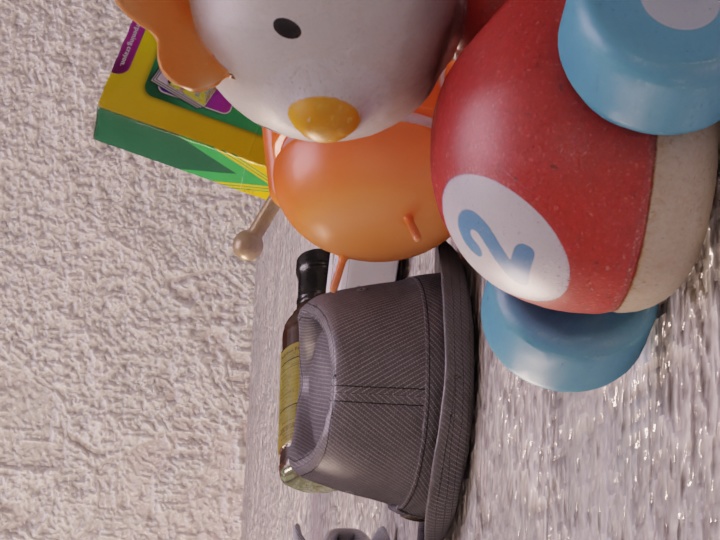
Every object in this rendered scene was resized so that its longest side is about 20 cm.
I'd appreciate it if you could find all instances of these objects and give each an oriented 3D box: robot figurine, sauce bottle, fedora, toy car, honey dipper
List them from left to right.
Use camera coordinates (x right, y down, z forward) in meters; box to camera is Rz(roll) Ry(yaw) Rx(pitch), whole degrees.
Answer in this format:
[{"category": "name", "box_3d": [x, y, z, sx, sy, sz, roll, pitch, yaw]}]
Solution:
[{"category": "honey dipper", "box_3d": [-0.034, -0.092, 1.749, 0.201, 0.038, 0.038, -59, 10, 8]}, {"category": "sauce bottle", "box_3d": [-0.032, 0.077, 1.945, 0.065, 0.064, 0.201, 102, 172, -57]}, {"category": "fedora", "box_3d": [0.007, 0.068, 1.362, 0.200, 0.090, 0.178, -131, 45, -83]}, {"category": "robot figurine", "box_3d": [0.008, -0.090, 1.331, 0.117, 0.143, 0.201, 69, -161, -62]}, {"category": "toy car", "box_3d": [0.013, -0.073, 0.812, 0.185, 0.199, 0.178, 101, 171, -56]}]

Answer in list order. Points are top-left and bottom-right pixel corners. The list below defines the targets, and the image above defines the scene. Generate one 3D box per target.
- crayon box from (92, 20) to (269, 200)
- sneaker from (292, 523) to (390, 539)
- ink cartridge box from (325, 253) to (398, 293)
[{"category": "crayon box", "box_3d": [-0.086, -0.163, 1.840, 0.058, 0.172, 0.201, 110, 180, -63]}, {"category": "sneaker", "box_3d": [-0.018, 0.220, 1.651, 0.200, 0.075, 0.116, -131, 46, -75]}, {"category": "ink cartridge box", "box_3d": [0.000, 0.000, 1.733, 0.200, 0.043, 0.199, -110, 26, -80]}]
